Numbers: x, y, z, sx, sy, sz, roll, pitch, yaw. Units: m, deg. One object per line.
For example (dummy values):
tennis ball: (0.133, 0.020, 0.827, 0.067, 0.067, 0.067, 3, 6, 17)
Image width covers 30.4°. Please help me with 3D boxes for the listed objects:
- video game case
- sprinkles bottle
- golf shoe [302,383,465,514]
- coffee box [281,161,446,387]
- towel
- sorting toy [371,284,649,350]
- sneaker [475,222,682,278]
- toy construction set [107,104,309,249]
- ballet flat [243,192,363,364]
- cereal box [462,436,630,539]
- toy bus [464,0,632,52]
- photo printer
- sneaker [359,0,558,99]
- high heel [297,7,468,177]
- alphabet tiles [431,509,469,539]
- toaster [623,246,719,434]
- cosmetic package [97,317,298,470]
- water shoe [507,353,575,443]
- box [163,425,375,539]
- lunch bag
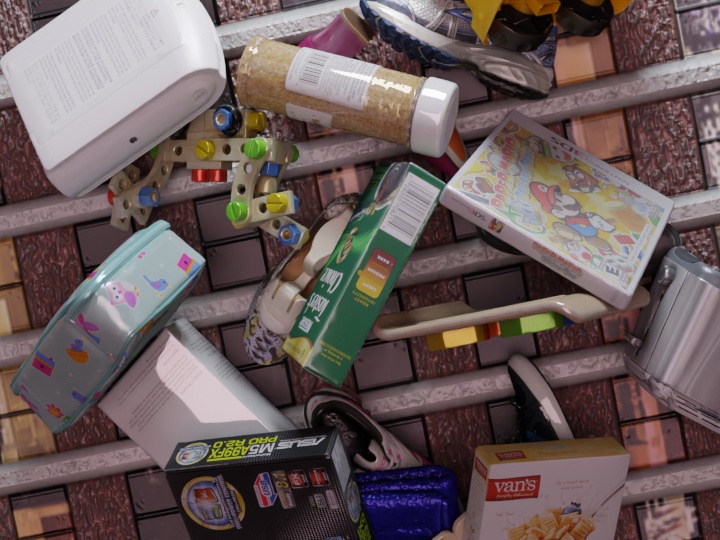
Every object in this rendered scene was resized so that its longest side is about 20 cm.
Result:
video game case: (0.181, -0.061, 1.182, 0.180, 0.200, 0.023, 31, 125, 8)
sprinkles bottle: (-0.012, -0.159, 1.202, 0.197, 0.068, 0.069, 16, 95, 13)
golf shoe: (0.020, 0.193, 1.268, 0.199, 0.092, 0.073, 41, 93, -1)
coffee box: (0.000, 0.000, 1.181, 0.044, 0.123, 0.202, 28, 89, -13)
towel: (0.031, 0.279, 1.253, 0.145, 0.050, 0.203, -8, 121, 4)
sorting toy: (0.135, 0.043, 1.170, 0.198, 0.184, 0.037, -7, 90, 33)
sneaker: (0.206, -0.030, 1.246, 0.197, 0.079, 0.077, 7, 92, 1)
toy construction set: (-0.142, -0.089, 1.252, 0.197, 0.092, 0.134, 2, 93, 14)
ballet flat: (-0.053, 0.005, 1.270, 0.072, 0.072, 0.201, 38, 96, 0)
cereal box: (0.162, 0.251, 1.211, 0.142, 0.040, 0.203, -2, 113, -19)
toy bus: (0.155, -0.313, 1.201, 0.193, 0.198, 0.137, 54, 141, 26)
photo printer: (-0.226, -0.186, 1.240, 0.199, 0.069, 0.167, -34, 60, 5)
sneaker: (0.096, -0.232, 1.250, 0.197, 0.077, 0.086, 21, 85, -5)
high heel: (0.017, -0.149, 1.270, 0.096, 0.067, 0.201, -38, 93, 30)
alphabet tiles: (0.091, 0.315, 1.243, 0.199, 0.015, 0.197, -36, 128, -20)
toaster: (0.340, 0.077, 1.223, 0.198, 0.114, 0.130, 26, 99, -16)
cosmetic package: (-0.142, 0.155, 1.279, 0.200, 0.085, 0.108, 45, 97, -1)
water shoe: (0.171, 0.181, 1.265, 0.078, 0.072, 0.202, -25, 92, 3)
box: (-0.071, 0.240, 1.199, 0.158, 0.044, 0.202, -8, 118, 17)
lunch bag: (-0.232, 0.051, 1.223, 0.077, 0.161, 0.200, 41, 130, -4)
